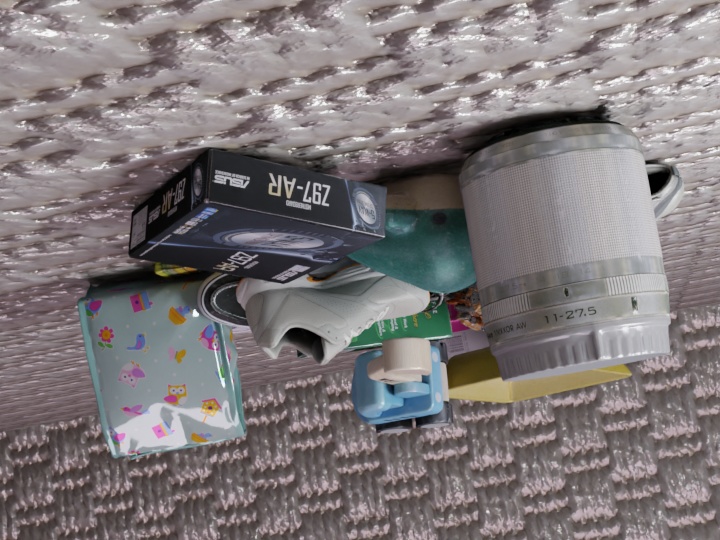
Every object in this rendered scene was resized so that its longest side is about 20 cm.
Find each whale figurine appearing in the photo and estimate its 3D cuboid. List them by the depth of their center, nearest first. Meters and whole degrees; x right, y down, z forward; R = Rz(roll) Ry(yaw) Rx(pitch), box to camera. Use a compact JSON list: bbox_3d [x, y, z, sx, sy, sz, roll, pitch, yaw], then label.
[{"bbox_3d":[0.036,-0.028,1.173,0.196,0.106,0.159,-5,173,8],"label":"whale figurine"}]

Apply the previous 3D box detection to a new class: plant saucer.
[{"bbox_3d":[0.211,0.123,1.574,0.198,0.049,0.198,-17,162,37],"label":"plant saucer"}]

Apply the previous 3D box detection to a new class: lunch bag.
[{"bbox_3d":[-0.223,0.110,1.430,0.167,0.204,0.122,-9,-169,-2],"label":"lunch bag"}]

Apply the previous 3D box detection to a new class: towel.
[{"bbox_3d":[-0.126,-0.019,1.374,0.196,0.018,0.086,-10,177,0],"label":"towel"}]

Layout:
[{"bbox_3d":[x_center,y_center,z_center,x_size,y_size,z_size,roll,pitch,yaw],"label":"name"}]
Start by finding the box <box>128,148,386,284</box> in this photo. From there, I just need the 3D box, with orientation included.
[{"bbox_3d":[-0.092,-0.040,1.055,0.158,0.044,0.199,11,163,-27],"label":"box"}]

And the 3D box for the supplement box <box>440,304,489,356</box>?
[{"bbox_3d":[0.187,0.039,1.691,0.196,0.105,0.102,-9,147,6],"label":"supplement box"}]

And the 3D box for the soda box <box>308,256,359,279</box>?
[{"bbox_3d":[-0.011,-0.019,1.268,0.197,0.069,0.064,-7,157,-17],"label":"soda box"}]

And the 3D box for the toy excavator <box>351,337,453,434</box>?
[{"bbox_3d":[0.041,0.127,1.456,0.192,0.102,0.199,-15,162,37],"label":"toy excavator"}]

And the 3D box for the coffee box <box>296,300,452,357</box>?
[{"bbox_3d":[0.010,0.035,1.505,0.197,0.125,0.044,-7,171,-25],"label":"coffee box"}]

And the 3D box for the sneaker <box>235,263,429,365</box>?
[{"bbox_3d":[-0.020,0.049,1.208,0.197,0.093,0.076,-3,147,-21],"label":"sneaker"}]

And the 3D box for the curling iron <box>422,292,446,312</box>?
[{"bbox_3d":[0.000,0.000,1.322,0.197,0.026,0.050,19,140,-8],"label":"curling iron"}]

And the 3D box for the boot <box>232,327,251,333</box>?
[{"bbox_3d":[-0.177,0.045,1.525,0.196,0.074,0.090,-8,177,-5],"label":"boot"}]

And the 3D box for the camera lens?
[{"bbox_3d":[0.173,-0.018,1.054,0.157,0.204,0.160,-9,172,-1],"label":"camera lens"}]

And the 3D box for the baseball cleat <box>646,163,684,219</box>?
[{"bbox_3d":[0.239,-0.059,1.295,0.198,0.070,0.106,-32,159,12],"label":"baseball cleat"}]

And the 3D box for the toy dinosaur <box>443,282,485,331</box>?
[{"bbox_3d":[0.157,0.034,1.445,0.133,0.104,0.200,7,-163,-3],"label":"toy dinosaur"}]

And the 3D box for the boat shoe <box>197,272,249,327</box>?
[{"bbox_3d":[-0.079,0.033,1.349,0.196,0.075,0.068,6,-174,-7],"label":"boat shoe"}]
